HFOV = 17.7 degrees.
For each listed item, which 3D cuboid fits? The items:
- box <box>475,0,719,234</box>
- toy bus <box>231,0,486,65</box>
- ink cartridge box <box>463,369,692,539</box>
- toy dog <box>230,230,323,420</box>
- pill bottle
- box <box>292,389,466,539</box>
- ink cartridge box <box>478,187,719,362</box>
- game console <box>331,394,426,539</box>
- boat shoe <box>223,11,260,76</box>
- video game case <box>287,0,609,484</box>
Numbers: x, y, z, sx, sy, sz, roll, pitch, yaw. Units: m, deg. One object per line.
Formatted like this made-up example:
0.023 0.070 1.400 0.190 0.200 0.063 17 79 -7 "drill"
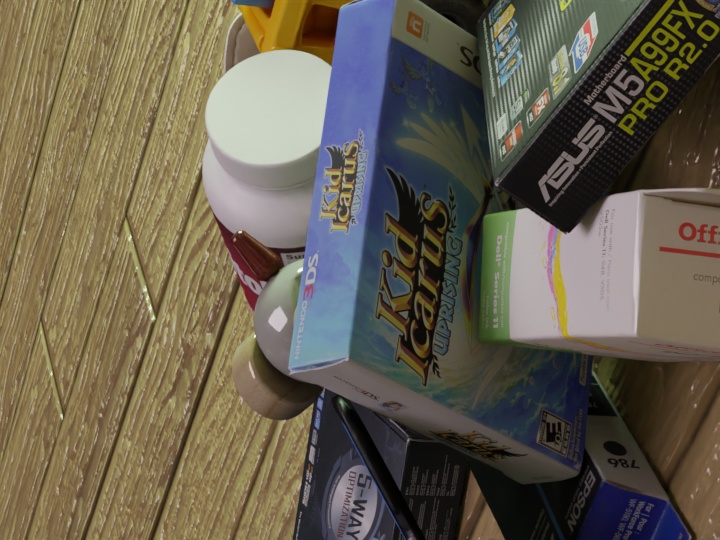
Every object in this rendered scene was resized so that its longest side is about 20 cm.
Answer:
0.121 -0.128 1.084 0.161 0.044 0.200 -51 17 23 "box"
-0.014 -0.217 1.403 0.136 0.190 0.201 -114 37 -50 "toy bus"
0.110 0.114 1.247 0.200 0.039 0.100 -118 40 -51 "ink cartridge box"
0.000 0.000 1.232 0.131 0.200 0.097 -33 87 27 "toy dog"
-0.034 -0.042 1.420 0.201 0.112 0.114 73 -177 -55 "pill bottle"
0.005 0.176 1.479 0.160 0.043 0.202 -142 59 -64 "box"
0.148 0.005 1.070 0.200 0.116 0.068 172 103 -67 "ink cartridge box"
-0.004 0.169 1.212 0.177 0.116 0.200 -62 -1 -3 "game console"
-0.045 -0.088 1.538 0.060 0.071 0.201 -118 6 -65 "boat shoe"
0.052 -0.015 1.177 0.045 0.181 0.202 -14 60 43 "video game case"
